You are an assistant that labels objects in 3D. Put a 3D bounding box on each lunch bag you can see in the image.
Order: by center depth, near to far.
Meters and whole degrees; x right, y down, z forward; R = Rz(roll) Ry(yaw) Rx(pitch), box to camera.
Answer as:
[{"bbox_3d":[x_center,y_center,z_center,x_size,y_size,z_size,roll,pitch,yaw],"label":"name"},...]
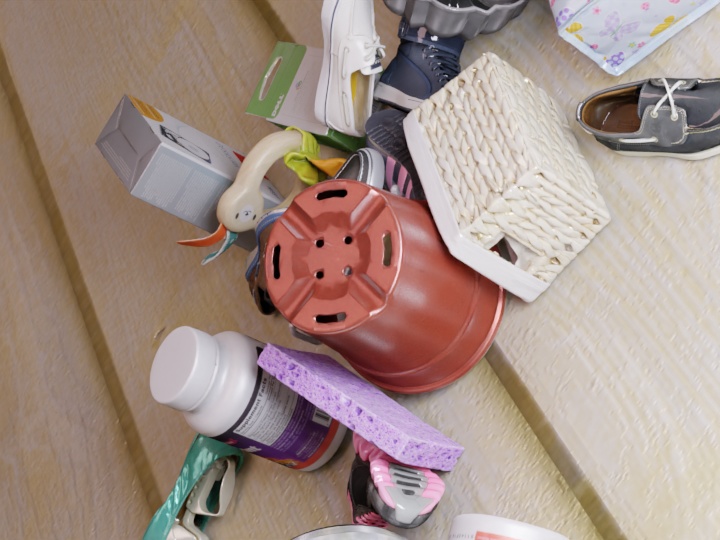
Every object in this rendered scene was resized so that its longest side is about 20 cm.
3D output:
[{"bbox_3d":[0.271,-0.321,1.590,0.199,0.127,0.171,-33,47,27],"label":"lunch bag"}]

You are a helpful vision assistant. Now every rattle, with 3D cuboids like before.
[{"bbox_3d":[-0.092,-0.060,1.891,0.143,0.131,0.200,39,64,21],"label":"rattle"}]

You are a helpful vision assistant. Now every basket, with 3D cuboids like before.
[{"bbox_3d":[0.143,-0.095,1.611,0.123,0.135,0.201,-41,41,24],"label":"basket"}]

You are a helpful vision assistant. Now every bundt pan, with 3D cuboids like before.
[{"bbox_3d":[0.096,-0.326,1.777,0.076,0.200,0.203,110,160,-52],"label":"bundt pan"}]

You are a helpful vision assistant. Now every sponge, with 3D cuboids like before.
[{"bbox_3d":[-0.001,0.133,1.625,0.199,0.111,0.030,32,98,34],"label":"sponge"}]

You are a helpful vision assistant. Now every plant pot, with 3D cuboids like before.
[{"bbox_3d":[0.014,0.006,1.602,0.199,0.195,0.203,-7,75,26],"label":"plant pot"}]

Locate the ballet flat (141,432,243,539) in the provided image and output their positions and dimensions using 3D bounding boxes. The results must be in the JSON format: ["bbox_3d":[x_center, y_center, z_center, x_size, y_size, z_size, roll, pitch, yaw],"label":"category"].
[{"bbox_3d":[-0.191,0.276,1.881,0.070,0.067,0.201,29,95,41],"label":"ballet flat"}]

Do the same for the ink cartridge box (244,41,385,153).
[{"bbox_3d":[-0.051,-0.211,1.993,0.200,0.059,0.105,21,86,55],"label":"ink cartridge box"}]

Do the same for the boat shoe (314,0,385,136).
[{"bbox_3d":[-0.002,-0.241,1.820,0.070,0.071,0.201,28,123,30],"label":"boat shoe"}]

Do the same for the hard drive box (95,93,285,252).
[{"bbox_3d":[-0.205,-0.117,2.015,0.077,0.199,0.156,-55,37,11],"label":"hard drive box"}]

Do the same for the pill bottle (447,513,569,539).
[{"bbox_3d":[0.111,0.320,1.417,0.111,0.111,0.202,-6,64,51],"label":"pill bottle"}]

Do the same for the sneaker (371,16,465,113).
[{"bbox_3d":[0.095,-0.231,1.802,0.202,0.077,0.147,32,98,56],"label":"sneaker"}]

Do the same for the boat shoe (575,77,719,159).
[{"bbox_3d":[0.285,-0.145,1.513,0.199,0.067,0.072,-2,66,50],"label":"boat shoe"}]

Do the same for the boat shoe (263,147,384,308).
[{"bbox_3d":[-0.038,-0.041,1.752,0.069,0.056,0.201,33,99,54],"label":"boat shoe"}]

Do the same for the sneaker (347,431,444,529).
[{"bbox_3d":[0.024,0.222,1.602,0.200,0.078,0.096,-124,55,-77],"label":"sneaker"}]

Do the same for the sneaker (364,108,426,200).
[{"bbox_3d":[0.071,-0.084,1.769,0.070,0.082,0.201,-22,53,-14],"label":"sneaker"}]

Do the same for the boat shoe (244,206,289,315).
[{"bbox_3d":[-0.084,-0.009,1.875,0.200,0.072,0.073,116,147,-65],"label":"boat shoe"}]

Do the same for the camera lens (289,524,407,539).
[{"bbox_3d":[-0.009,0.347,1.514,0.160,0.159,0.201,-38,43,33],"label":"camera lens"}]

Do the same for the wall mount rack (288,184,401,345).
[{"bbox_3d":[0.000,0.000,1.786,0.199,0.074,0.175,6,74,53],"label":"wall mount rack"}]

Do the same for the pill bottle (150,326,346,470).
[{"bbox_3d":[-0.118,0.131,1.737,0.111,0.199,0.112,-30,47,39],"label":"pill bottle"}]
